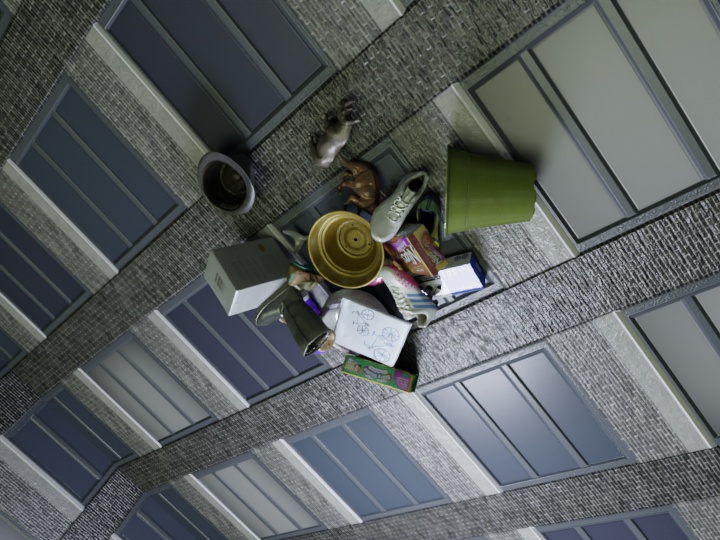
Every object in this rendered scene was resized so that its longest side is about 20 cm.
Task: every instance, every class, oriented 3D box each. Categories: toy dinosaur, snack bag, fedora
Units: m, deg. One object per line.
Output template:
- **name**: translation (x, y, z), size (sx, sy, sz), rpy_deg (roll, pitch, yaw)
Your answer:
- **toy dinosaur**: translation (0.022, -0.199, 1.430), size (0.135, 0.086, 0.202), rpy_deg (-17, 102, 24)
- **snack bag**: translation (0.023, 0.166, 1.583), size (0.198, 0.021, 0.190), rpy_deg (21, 133, 5)
- **fedora**: translation (-0.337, -0.242, 1.551), size (0.176, 0.090, 0.200), rpy_deg (34, 136, 0)

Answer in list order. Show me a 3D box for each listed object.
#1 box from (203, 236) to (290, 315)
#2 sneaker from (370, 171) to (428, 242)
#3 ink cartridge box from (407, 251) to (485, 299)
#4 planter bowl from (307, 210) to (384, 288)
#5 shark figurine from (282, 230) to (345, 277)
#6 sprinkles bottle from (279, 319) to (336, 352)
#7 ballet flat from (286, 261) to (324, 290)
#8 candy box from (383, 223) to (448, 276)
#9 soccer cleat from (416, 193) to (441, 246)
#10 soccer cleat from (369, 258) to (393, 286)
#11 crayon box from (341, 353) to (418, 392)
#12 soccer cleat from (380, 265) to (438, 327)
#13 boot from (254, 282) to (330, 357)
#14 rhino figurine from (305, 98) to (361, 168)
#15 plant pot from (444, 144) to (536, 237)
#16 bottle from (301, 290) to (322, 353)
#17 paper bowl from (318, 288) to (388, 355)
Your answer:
- **box**: translation (-0.299, 0.012, 1.614), size (0.153, 0.199, 0.107), rpy_deg (52, 136, 25)
- **sneaker**: translation (0.088, -0.154, 1.354), size (0.074, 0.201, 0.087), rpy_deg (33, 172, -4)
- **ink cartridge box**: translation (0.210, 0.021, 1.510), size (0.199, 0.044, 0.094), rpy_deg (-14, 128, 31)
- **planter bowl**: translation (-0.024, -0.064, 1.460), size (0.198, 0.084, 0.202), rpy_deg (9, 117, 18)
- **shark figurine**: translation (-0.097, -0.077, 1.563), size (0.214, 0.128, 0.090), rpy_deg (34, 159, 33)
- **sprinkles bottle**: translation (-0.155, 0.149, 1.635), size (0.199, 0.068, 0.069), rpy_deg (32, 137, 37)
- **ballet flat**: translation (-0.145, 0.020, 1.583), size (0.067, 0.200, 0.073), rpy_deg (28, 97, 16)
- **candy box**: translation (0.120, -0.054, 1.429), size (0.117, 0.056, 0.200), rpy_deg (55, 167, -17)
- **soccer cleat**: translation (0.159, -0.091, 1.434), size (0.064, 0.084, 0.201), rpy_deg (12, 133, 14)
- **soccer cleat**: translation (0.000, 0.000, 1.557), size (0.086, 0.070, 0.199), rpy_deg (37, 147, -26)
- **crayon box**: translation (0.061, 0.300, 1.711), size (0.198, 0.059, 0.173), rpy_deg (15, 171, 14)
- **soccer cleat**: translation (0.115, 0.068, 1.471), size (0.200, 0.087, 0.070), rpy_deg (39, 160, -24)
- **boot**: translation (-0.185, 0.150, 1.580), size (0.182, 0.072, 0.201), rpy_deg (-46, 64, 20)
- **rhino figurine**: translation (-0.060, -0.321, 1.369), size (0.200, 0.059, 0.088), rpy_deg (-47, 61, 42)
- **plant pot**: translation (0.279, -0.172, 1.280), size (0.188, 0.201, 0.202), rpy_deg (1, 125, 8)
- **bottle**: translation (-0.149, 0.155, 1.763), size (0.083, 0.065, 0.201), rpy_deg (-4, 121, 26)
- **paper bowl**: translation (-0.012, 0.136, 1.658), size (0.199, 0.105, 0.202), rpy_deg (12, 130, 15)
